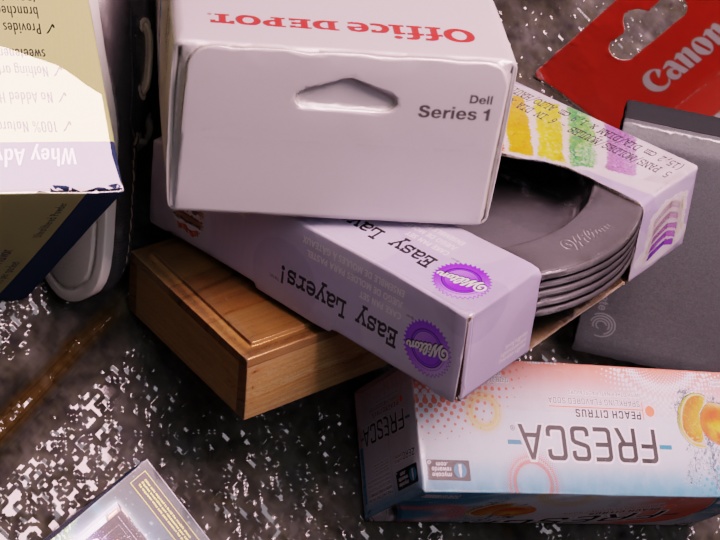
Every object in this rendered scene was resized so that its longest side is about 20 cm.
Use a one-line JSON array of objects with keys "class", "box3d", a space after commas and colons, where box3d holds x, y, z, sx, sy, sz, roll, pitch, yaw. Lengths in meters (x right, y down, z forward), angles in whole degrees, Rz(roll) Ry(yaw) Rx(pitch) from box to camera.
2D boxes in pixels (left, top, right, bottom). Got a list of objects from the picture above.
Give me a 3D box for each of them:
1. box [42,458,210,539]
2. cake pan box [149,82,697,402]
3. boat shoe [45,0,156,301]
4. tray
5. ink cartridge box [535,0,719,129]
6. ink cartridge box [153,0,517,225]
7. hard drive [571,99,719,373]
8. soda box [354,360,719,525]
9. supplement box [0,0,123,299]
[{"class": "box", "box3d": [-0.084, 0.202, 0.804, 0.136, 0.038, 0.201, -38, 91, -34]}, {"class": "cake pan box", "box3d": [0.032, -0.033, 0.879, 0.199, 0.053, 0.184, 30, 42, 31]}, {"class": "boat shoe", "box3d": [-0.124, -0.086, 0.881, 0.060, 0.073, 0.202, 3, 74, -47]}, {"class": "tray", "box3d": [0.000, 0.000, 0.900, 0.199, 0.037, 0.098, -20, 41, -32]}, {"class": "ink cartridge box", "box3d": [0.202, -0.066, 0.992, 0.199, 0.162, 0.050, 37, 54, -11]}, {"class": "ink cartridge box", "box3d": [-0.020, -0.109, 0.860, 0.143, 0.085, 0.201, 2, 34, -9]}, {"class": "hard drive", "box3d": [0.215, -0.001, 0.949, 0.198, 0.141, 0.033, 12, 35, 5]}, {"class": "soda box", "box3d": [0.099, 0.087, 0.935, 0.198, 0.064, 0.069, 5, 69, -26]}, {"class": "supplement box", "box3d": [-0.226, -0.098, 0.789, 0.198, 0.134, 0.202, -3, 72, -29]}]
